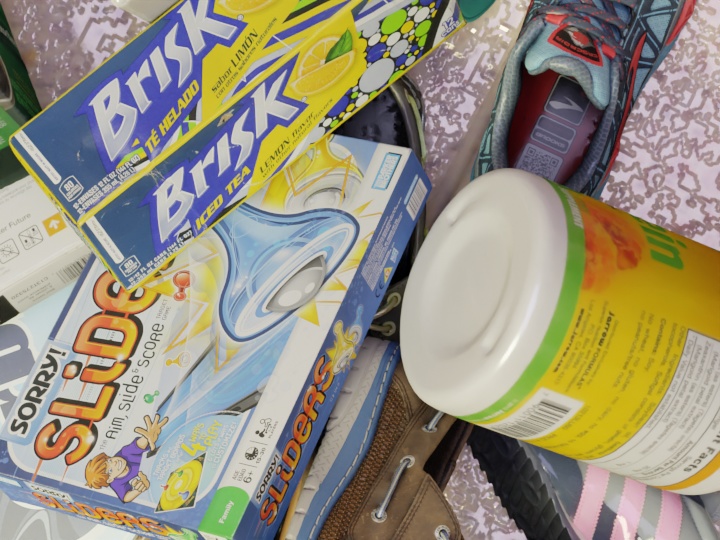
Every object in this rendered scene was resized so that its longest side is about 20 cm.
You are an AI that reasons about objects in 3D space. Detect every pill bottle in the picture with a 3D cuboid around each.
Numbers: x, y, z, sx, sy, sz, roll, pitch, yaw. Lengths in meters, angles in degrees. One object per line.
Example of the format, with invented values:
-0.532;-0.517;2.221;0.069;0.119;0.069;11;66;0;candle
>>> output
0.127;0.037;1.187;0.199;0.111;0.111;21;92;-28;pill bottle

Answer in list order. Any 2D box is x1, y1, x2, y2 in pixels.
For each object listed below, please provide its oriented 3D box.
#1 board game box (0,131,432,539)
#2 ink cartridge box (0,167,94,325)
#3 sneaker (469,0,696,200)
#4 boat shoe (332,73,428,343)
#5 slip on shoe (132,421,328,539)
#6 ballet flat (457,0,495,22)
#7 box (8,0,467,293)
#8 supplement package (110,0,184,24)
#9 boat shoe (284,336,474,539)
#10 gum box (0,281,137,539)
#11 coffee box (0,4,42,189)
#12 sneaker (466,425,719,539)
-0.067;0.025;1.180;0.135;0.034;0.201;11;64;28;board game box
-0.204;-0.063;1.259;0.094;0.037;0.200;-30;66;0;ink cartridge box
0.109;-0.103;1.226;0.079;0.096;0.201;17;92;4;sneaker
-0.003;0.000;1.253;0.072;0.060;0.203;4;91;3;boat shoe
-0.066;0.134;1.222;0.076;0.061;0.201;24;107;-11;slip on shoe
0.070;-0.214;1.252;0.074;0.074;0.201;29;91;4;ballet flat
-0.054;-0.085;1.175;0.200;0.070;0.064;-40;58;-6;box
-0.087;-0.192;1.189;0.121;0.200;0.120;-41;88;3;supplement package
0.009;0.116;1.155;0.072;0.072;0.201;10;57;10;boat shoe
-0.164;0.061;1.274;0.199;0.045;0.171;-19;89;5;gum box
-0.206;-0.147;1.207;0.044;0.123;0.201;-25;65;4;coffee box
0.126;0.112;1.251;0.082;0.070;0.200;-36;85;-20;sneaker
